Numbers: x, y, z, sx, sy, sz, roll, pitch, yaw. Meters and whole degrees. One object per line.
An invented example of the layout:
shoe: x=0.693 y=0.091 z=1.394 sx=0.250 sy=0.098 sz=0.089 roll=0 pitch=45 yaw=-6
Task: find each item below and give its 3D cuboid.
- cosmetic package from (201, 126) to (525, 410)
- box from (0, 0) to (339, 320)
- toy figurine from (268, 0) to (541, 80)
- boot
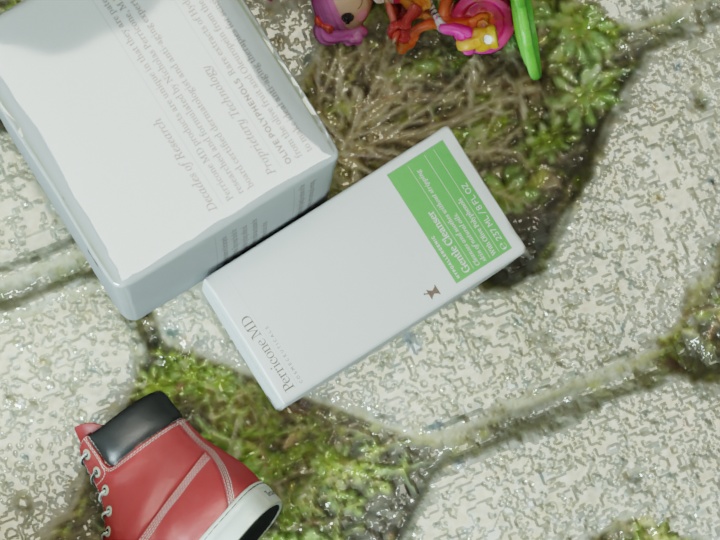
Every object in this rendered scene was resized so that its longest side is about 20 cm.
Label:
cosmetic package: x=0.000 y=0.000 z=1.718 sx=0.200 sy=0.085 sz=0.108 roll=-34 pitch=89 yaw=-8
box: x=-0.138 y=-0.097 z=1.660 sx=0.171 sy=0.199 sz=0.200 roll=-33 pitch=86 yaw=-6
toy figurine: x=0.020 y=-0.215 z=1.740 sx=0.184 sy=0.150 sz=0.200 roll=-10 pitch=110 yaw=8
boot: x=-0.169 y=0.186 z=1.701 sx=0.144 sy=0.072 sz=0.200 roll=40 pitch=90 yaw=14
